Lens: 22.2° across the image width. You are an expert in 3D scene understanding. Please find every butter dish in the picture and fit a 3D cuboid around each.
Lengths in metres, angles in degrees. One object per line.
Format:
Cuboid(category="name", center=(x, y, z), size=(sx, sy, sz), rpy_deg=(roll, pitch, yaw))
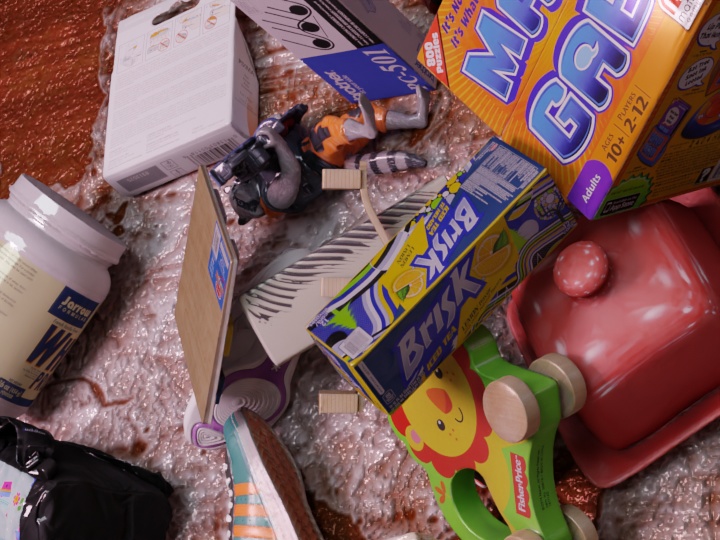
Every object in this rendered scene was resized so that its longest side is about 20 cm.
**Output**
Cuboid(category="butter dish", center=(0.192, 0.023, 1.371), size=(0.200, 0.148, 0.200), rpy_deg=(-36, 53, 15))

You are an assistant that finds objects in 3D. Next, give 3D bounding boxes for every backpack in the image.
Cuboid(category="backpack", center=(-0.284, 0.206, 1.623), size=(0.199, 0.167, 0.127), rpy_deg=(14, 81, 45))

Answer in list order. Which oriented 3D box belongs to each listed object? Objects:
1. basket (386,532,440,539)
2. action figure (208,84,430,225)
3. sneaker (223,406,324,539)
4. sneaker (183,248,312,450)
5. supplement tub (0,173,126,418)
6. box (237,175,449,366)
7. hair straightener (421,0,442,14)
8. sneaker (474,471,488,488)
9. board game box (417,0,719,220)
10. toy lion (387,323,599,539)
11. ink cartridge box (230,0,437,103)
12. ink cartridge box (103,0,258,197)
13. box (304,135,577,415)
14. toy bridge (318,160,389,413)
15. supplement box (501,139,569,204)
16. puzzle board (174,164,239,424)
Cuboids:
Cuboid(category="basket", center=(0.008, 0.291, 1.375), size=(0.199, 0.135, 0.124), rpy_deg=(-24, 59, 23))
Cuboid(category="action figure", center=(-0.047, -0.092, 1.615), size=(0.193, 0.200, 0.105), rpy_deg=(-27, 99, 31))
Cuboid(category="sneaker", center=(-0.085, 0.209, 1.525), size=(0.080, 0.071, 0.201), rpy_deg=(-34, 57, 16))
Cuboid(category="sneaker", center=(-0.090, 0.069, 1.616), size=(0.200, 0.075, 0.100), rpy_deg=(-55, 26, 4))
Cuboid(category="supplement tub", center=(-0.329, 0.024, 1.745), size=(0.145, 0.145, 0.200), rpy_deg=(36, 91, 41))
Cuboid(category="box", center=(0.000, 0.000, 1.518), size=(0.199, 0.082, 0.069), rpy_deg=(-31, 91, -1))
Cuboid(category="hair straightener", center=(0.117, -0.325, 1.672), size=(0.077, 0.041, 0.201), rpy_deg=(5, 67, 37))
Cuboid(category="sneaker", center=(0.070, 0.099, 1.464), size=(0.077, 0.082, 0.200), rpy_deg=(-47, 50, 8))
Cuboid(category="board game box", center=(0.205, -0.190, 1.359), size=(0.200, 0.199, 0.200), rpy_deg=(46, 129, 27))
Cuboid(category="toy lion", center=(0.084, 0.121, 1.383), size=(0.191, 0.068, 0.201), rpy_deg=(17, 122, 48))
Cuboid(category="ink cartridge box", center=(-0.019, -0.214, 1.602), size=(0.094, 0.200, 0.044), rpy_deg=(-6, 64, 33))
Cuboid(category="ink cartridge box", center=(-0.175, -0.185, 1.811), size=(0.162, 0.050, 0.201), rpy_deg=(-20, 50, 28))
Cuboid(category="box", center=(0.059, 0.004, 1.318), size=(0.200, 0.070, 0.064), rpy_deg=(-45, 45, -9))
Cuboid(category="toy bridge", center=(0.001, 0.013, 1.464), size=(0.067, 0.027, 0.201), rpy_deg=(1, 90, 0))
Cuboid(category="supplement box", center=(0.124, -0.060, 1.462), size=(0.200, 0.066, 0.069), rpy_deg=(-52, 10, -25))
Cuboid(category="puzzle board", center=(-0.130, 0.017, 1.569), size=(0.200, 0.017, 0.152), rpy_deg=(-116, 35, -61))
